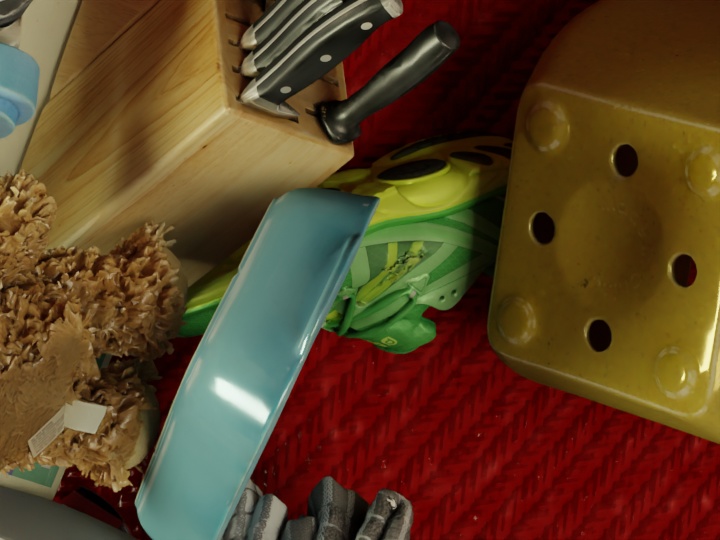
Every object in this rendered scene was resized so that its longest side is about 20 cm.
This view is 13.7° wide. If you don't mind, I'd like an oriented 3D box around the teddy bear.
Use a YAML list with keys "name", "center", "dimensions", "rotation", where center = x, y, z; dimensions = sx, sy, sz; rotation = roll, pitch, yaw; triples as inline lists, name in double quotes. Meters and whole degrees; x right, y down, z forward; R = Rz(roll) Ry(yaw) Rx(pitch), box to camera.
- name: "teddy bear"
  center: [-0.137, 0.035, 1.067]
  dimensions: [0.200, 0.067, 0.146]
  rotation: [-27, 134, -41]

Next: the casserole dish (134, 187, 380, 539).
- name: "casserole dish"
  center: [-0.043, 0.040, 1.132]
  dimensions: [0.039, 0.200, 0.122]
  rotation: [26, 62, 1]

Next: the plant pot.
- name: "plant pot"
  center: [0.161, -0.017, 1.263]
  dimensions: [0.199, 0.195, 0.195]
  rotation: [-6, 109, -48]

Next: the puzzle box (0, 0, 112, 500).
- name: "puzzle box"
  center: [-0.143, -0.018, 1.181]
  dimensions: [0.133, 0.025, 0.201]
  rotation: [21, 92, -38]

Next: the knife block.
- name: "knife block"
  center: [-0.047, -0.053, 1.110]
  dimensions: [0.064, 0.175, 0.201]
  rotation: [19, 94, -36]

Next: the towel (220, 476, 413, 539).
- name: "towel"
  center: [-0.015, 0.202, 1.227]
  dimensions: [0.166, 0.085, 0.201]
  rotation: [68, 24, -48]

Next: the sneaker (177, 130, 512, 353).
- name: "sneaker"
  center: [0.000, 0.000, 1.257]
  dimensions: [0.199, 0.074, 0.084]
  rotation: [-16, 110, -31]

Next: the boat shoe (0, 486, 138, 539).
- name: "boat shoe"
  center: [-0.164, 0.120, 1.160]
  dimensions: [0.199, 0.072, 0.066]
  rotation: [15, 104, -20]

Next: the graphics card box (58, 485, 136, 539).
- name: "graphics card box"
  center: [-0.153, 0.200, 1.229]
  dimensions: [0.200, 0.051, 0.126]
  rotation: [-38, 123, -18]

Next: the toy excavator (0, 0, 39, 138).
- name: "toy excavator"
  center: [-0.211, -0.034, 1.040]
  dimensions: [0.193, 0.100, 0.201]
  rotation: [7, 77, -18]
